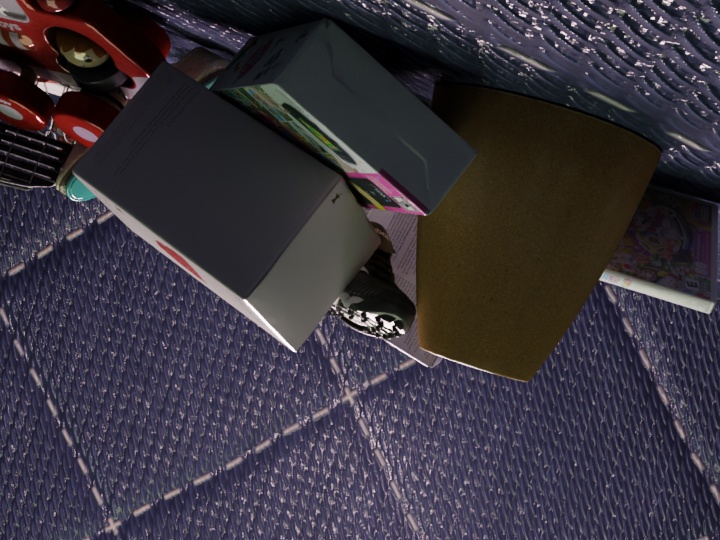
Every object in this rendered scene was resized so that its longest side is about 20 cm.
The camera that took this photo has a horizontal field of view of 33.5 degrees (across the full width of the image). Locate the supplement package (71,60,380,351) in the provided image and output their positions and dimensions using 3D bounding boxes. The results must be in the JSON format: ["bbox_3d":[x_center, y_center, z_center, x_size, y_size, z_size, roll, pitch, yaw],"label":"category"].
[{"bbox_3d":[-0.105,-0.051,0.953,0.199,0.120,0.121,34,170,27],"label":"supplement package"}]

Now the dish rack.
[{"bbox_3d":[-0.314,-0.166,1.116,0.152,0.201,0.055,17,154,-5],"label":"dish rack"}]

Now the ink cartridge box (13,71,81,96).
[{"bbox_3d":[-0.319,-0.230,1.359,0.116,0.068,0.200,17,179,-7],"label":"ink cartridge box"}]

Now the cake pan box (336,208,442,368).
[{"bbox_3d":[0.038,-0.030,1.159,0.183,0.201,0.052,29,-171,16],"label":"cake pan box"}]

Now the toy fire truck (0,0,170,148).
[{"bbox_3d":[-0.258,-0.194,0.997,0.199,0.113,0.168,16,162,20],"label":"toy fire truck"}]

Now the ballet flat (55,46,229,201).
[{"bbox_3d":[-0.204,-0.137,1.102,0.062,0.199,0.068,45,161,26],"label":"ballet flat"}]

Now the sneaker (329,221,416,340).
[{"bbox_3d":[0.000,0.000,1.027,0.066,0.091,0.200,29,176,-23],"label":"sneaker"}]

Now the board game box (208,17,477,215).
[{"bbox_3d":[-0.021,-0.112,0.900,0.147,0.064,0.200,40,173,-19],"label":"board game box"}]

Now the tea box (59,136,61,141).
[{"bbox_3d":[-0.306,-0.195,1.700,0.195,0.135,0.200,17,-179,-4],"label":"tea box"}]

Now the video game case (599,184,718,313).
[{"bbox_3d":[0.222,-0.041,1.075,0.198,0.018,0.144,17,-138,4],"label":"video game case"}]

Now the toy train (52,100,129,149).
[{"bbox_3d":[-0.256,-0.155,1.216,0.199,0.151,0.056,-28,124,26],"label":"toy train"}]

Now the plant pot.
[{"bbox_3d":[0.117,-0.022,0.942,0.185,0.202,0.186,17,180,0],"label":"plant pot"}]
